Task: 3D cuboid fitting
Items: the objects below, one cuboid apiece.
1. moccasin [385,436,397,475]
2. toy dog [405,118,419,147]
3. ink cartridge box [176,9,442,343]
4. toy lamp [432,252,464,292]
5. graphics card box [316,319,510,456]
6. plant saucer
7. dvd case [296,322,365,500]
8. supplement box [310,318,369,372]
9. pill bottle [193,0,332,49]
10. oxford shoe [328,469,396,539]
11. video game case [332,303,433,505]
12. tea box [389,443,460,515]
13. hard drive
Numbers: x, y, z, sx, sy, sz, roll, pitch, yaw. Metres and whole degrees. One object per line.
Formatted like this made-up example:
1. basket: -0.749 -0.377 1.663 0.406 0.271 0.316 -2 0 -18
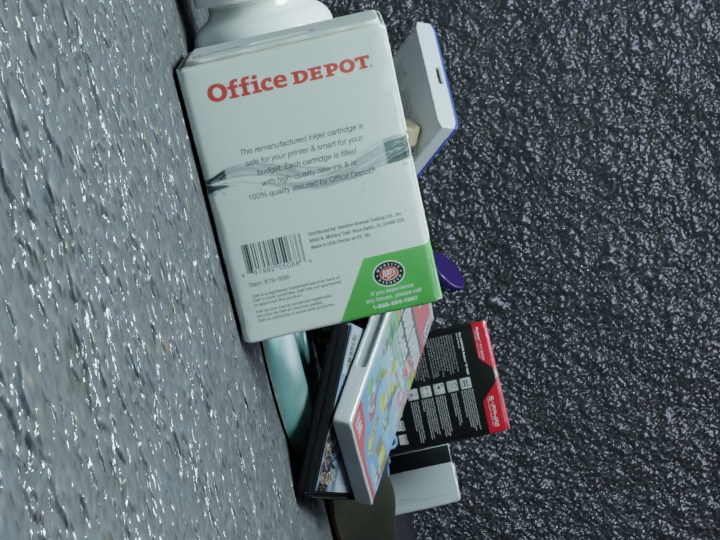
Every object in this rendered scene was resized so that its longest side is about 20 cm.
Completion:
1. moccasin: 0.007 0.194 1.442 0.068 0.080 0.202 -123 -163 -61
2. toy dog: -0.039 -0.130 1.414 0.096 0.198 0.134 -6 97 -56
3. ink cartridge box: -0.034 -0.068 0.964 0.083 0.145 0.202 -98 176 -72
4. toy lamp: 0.031 0.062 1.569 0.058 0.200 0.058 35 25 -20
5. graphics card box: 0.056 0.136 1.522 0.051 0.198 0.127 24 53 -87
6. plant saucer: -0.062 0.053 1.170 0.200 0.027 0.202 -12 90 -87
7. dvd case: -0.005 0.126 1.187 0.200 0.017 0.144 33 68 -72
8. supplement box: -0.014 0.023 1.272 0.201 0.060 0.110 79 10 -54
9. pill bottle: -0.064 -0.140 1.042 0.110 0.108 0.202 -96 174 -73
10. oxford shoe: -0.003 0.251 1.371 0.071 0.071 0.202 28 -41 53
11. video game case: 0.024 0.082 1.193 0.144 0.017 0.201 77 28 -53
12. tea box: 0.045 0.203 1.765 0.200 0.132 0.199 60 19 -85
13. hard drive: 0.037 -0.149 1.472 0.200 0.025 0.133 -50 -137 50
